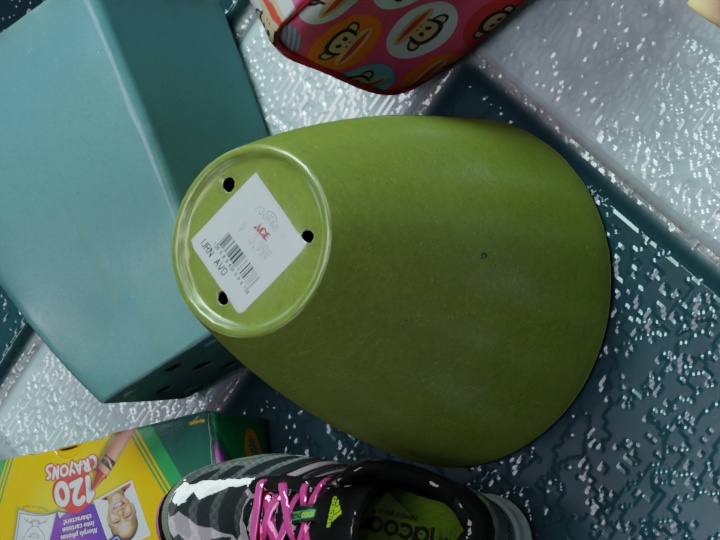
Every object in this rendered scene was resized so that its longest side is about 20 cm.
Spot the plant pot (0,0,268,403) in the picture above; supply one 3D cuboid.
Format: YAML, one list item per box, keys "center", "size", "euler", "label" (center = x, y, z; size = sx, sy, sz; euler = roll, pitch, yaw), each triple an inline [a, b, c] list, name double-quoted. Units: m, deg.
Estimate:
- center: [-0.125, -0.036, 1.387]
  size: [0.141, 0.141, 0.201]
  euler: [-32, 75, 25]
  label: "plant pot"

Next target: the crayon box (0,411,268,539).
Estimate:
- center: [-0.141, 0.158, 1.411]
  size: [0.199, 0.058, 0.119]
  euler: [-15, 75, 30]
  label: "crayon box"

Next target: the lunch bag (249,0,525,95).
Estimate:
- center: [0.031, -0.184, 1.281]
  size: [0.200, 0.176, 0.082]
  euler: [-42, 64, 20]
  label: "lunch bag"

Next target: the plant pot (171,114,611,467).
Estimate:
- center: [0.000, 0.000, 1.261]
  size: [0.186, 0.200, 0.188]
  euler: [-5, 81, 31]
  label: "plant pot"

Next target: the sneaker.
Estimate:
- center: [-0.014, 0.128, 1.288]
  size: [0.199, 0.087, 0.074]
  euler: [5, 77, 13]
  label: "sneaker"

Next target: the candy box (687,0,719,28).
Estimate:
- center: [0.269, -0.121, 1.195]
  size: [0.200, 0.056, 0.117]
  euler: [39, 103, 29]
  label: "candy box"
